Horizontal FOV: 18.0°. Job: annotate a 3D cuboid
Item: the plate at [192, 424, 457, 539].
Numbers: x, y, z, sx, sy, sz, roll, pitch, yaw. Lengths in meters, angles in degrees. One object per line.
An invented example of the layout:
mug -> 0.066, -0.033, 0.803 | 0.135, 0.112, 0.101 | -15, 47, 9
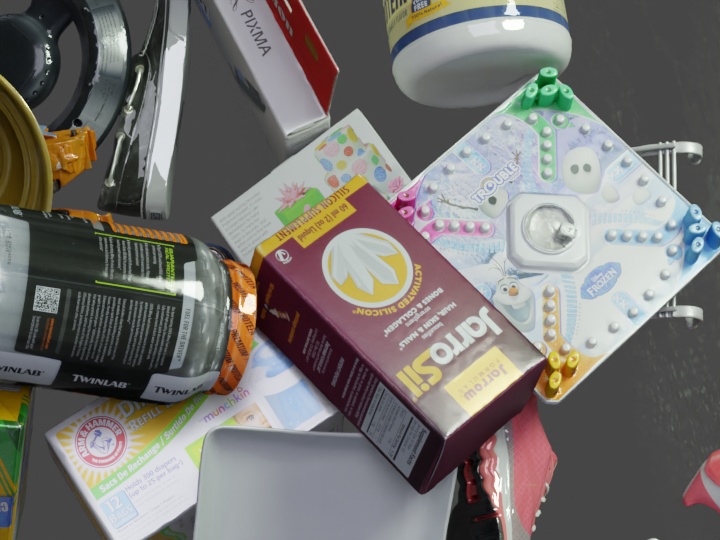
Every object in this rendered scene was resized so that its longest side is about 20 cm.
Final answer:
plate -> -0.035, 0.209, 1.655 | 0.199, 0.032, 0.201 | 4, 101, -21

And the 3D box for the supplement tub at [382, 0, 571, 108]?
supplement tub -> 0.084, -0.244, 1.793 | 0.143, 0.145, 0.201 | -7, 73, -4

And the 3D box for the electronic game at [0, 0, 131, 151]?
electronic game -> -0.273, -0.162, 1.787 | 0.198, 0.042, 0.202 | -2, 83, 18

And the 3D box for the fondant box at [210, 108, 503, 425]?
fondant box -> 0.000, 0.000, 1.740 | 0.144, 0.058, 0.200 | -36, 74, 2

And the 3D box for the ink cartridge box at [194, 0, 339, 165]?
ink cartridge box -> -0.083, -0.194, 1.756 | 0.044, 0.176, 0.201 | -25, 75, -10

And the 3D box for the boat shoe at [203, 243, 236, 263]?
boat shoe -> -0.187, 0.028, 1.739 | 0.199, 0.072, 0.073 | -22, 78, -7

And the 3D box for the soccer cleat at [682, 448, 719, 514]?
soccer cleat -> 0.331, 0.215, 1.714 | 0.076, 0.067, 0.200 | -44, 84, 18

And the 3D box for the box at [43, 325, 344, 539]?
box -> -0.124, 0.124, 1.697 | 0.199, 0.101, 0.113 | -33, 77, -11

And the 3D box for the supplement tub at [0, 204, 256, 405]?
supplement tub -> -0.180, 0.027, 1.590 | 0.199, 0.122, 0.123 | 10, 72, -19

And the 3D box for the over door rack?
over door rack -> 0.169, -0.024, 1.778 | 0.198, 0.067, 0.149 | -1, 73, 12

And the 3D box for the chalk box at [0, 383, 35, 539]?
chalk box -> -0.306, 0.151, 1.648 | 0.123, 0.201, 0.124 | 7, 30, -5

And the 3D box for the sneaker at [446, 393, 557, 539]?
sneaker -> 0.116, 0.165, 1.710 | 0.086, 0.074, 0.202 | 1, 82, -30

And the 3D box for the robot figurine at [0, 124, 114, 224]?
robot figurine -> -0.294, -0.047, 1.740 | 0.198, 0.058, 0.146 | -7, 108, 8

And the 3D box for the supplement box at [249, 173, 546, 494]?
supplement box -> 0.021, 0.044, 1.631 | 0.110, 0.086, 0.200 | -36, 71, -29

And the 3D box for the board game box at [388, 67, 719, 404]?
board game box -> 0.142, -0.032, 1.700 | 0.200, 0.026, 0.200 | -40, 75, -20

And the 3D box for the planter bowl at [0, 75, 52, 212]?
planter bowl -> -0.313, -0.075, 1.659 | 0.199, 0.083, 0.202 | 2, 105, 6

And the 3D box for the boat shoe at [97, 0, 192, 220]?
boat shoe -> -0.171, -0.141, 1.792 | 0.063, 0.071, 0.202 | 7, 75, -1

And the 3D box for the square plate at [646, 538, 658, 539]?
square plate -> 0.179, 0.330, 1.675 | 0.197, 0.028, 0.201 | -26, 82, -9
